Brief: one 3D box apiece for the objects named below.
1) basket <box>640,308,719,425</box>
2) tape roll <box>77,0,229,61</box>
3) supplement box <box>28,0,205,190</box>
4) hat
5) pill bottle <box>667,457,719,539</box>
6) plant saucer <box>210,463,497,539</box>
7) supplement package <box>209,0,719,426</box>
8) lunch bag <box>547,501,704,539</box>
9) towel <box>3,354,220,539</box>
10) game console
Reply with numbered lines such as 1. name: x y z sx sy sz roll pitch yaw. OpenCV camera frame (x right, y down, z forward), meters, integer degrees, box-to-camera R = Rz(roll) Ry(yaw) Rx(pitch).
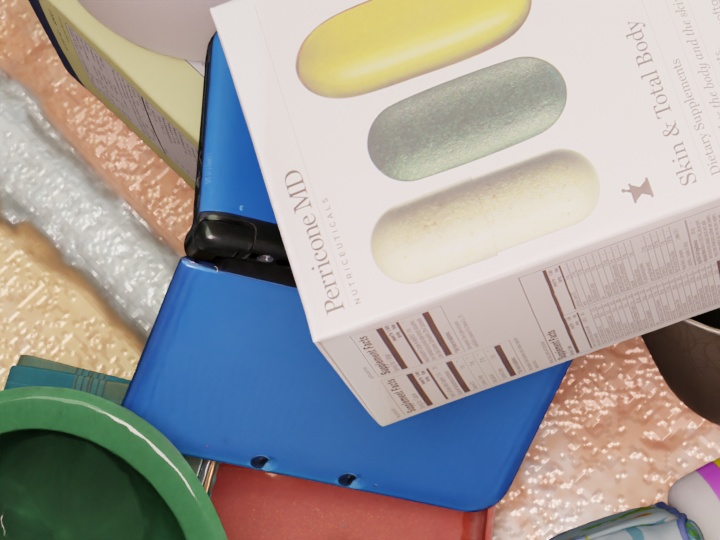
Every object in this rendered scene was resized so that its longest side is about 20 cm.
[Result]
1. basket: 0.190 -0.003 1.304 0.179 0.200 0.137 13 74 12
2. tape roll: -0.070 -0.215 1.296 0.201 0.139 0.204 -3 71 8
3. supplement box: -0.028 -0.132 1.407 0.200 0.134 0.200 -44 72 -8
4. hat: -0.137 0.116 1.339 0.165 0.176 0.201 -36 92 10
5. pill bottle: 0.252 0.104 1.311 0.199 0.104 0.105 -27 70 -2
6. plant saucer: -0.038 0.176 1.358 0.198 0.037 0.201 4 72 9
7. supplement package: 0.066 -0.052 1.150 0.199 0.151 0.153 -20 72 5
8. lunch bag: 0.131 0.189 1.240 0.082 0.200 0.162 -19 88 1
9. towel: -0.145 0.147 1.355 0.146 0.022 0.201 11 79 36
10. game console: 0.000 0.000 1.307 0.199 0.118 0.172 13 62 -20
